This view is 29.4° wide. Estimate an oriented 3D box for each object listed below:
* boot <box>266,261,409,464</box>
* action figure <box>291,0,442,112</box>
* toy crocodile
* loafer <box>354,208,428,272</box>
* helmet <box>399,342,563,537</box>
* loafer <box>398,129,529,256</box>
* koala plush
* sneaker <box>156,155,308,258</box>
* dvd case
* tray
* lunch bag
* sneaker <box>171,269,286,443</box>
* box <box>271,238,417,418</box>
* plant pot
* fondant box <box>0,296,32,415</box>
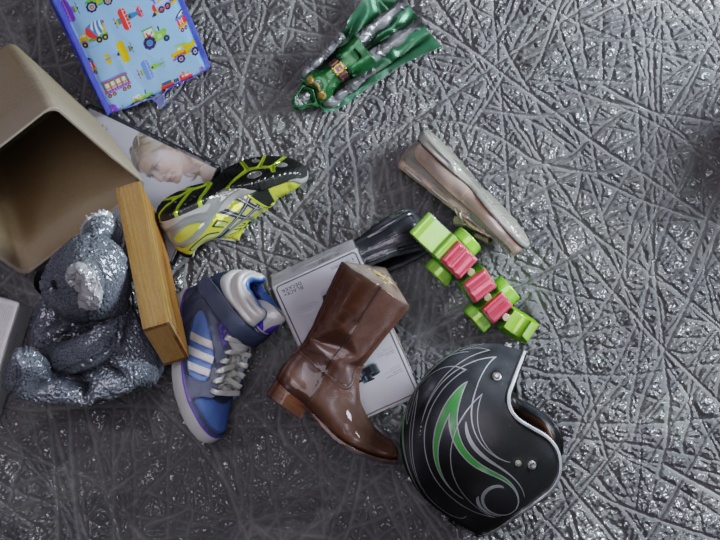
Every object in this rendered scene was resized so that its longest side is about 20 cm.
[{"bbox_3d":[0.013,0.106,1.612,0.186,0.064,0.201,31,93,-13],"label":"boot"},{"bbox_3d":[-0.008,-0.270,1.757,0.200,0.055,0.118,-40,83,2],"label":"action figure"},{"bbox_3d":[0.138,0.012,1.680,0.067,0.062,0.200,-41,99,-3],"label":"toy crocodile"},{"bbox_3d":[0.000,0.000,1.703,0.200,0.068,0.071,-33,71,-4],"label":"loafer"},{"bbox_3d":[0.141,0.189,1.604,0.200,0.200,0.191,-38,87,-2],"label":"helmet"},{"bbox_3d":[0.128,-0.086,1.714,0.063,0.072,0.200,-44,73,14],"label":"loafer"},{"bbox_3d":[-0.321,0.041,1.643,0.182,0.178,0.202,8,118,0],"label":"koala plush"},{"bbox_3d":[-0.157,-0.084,1.739,0.198,0.075,0.077,-22,119,-8],"label":"sneaker"},{"bbox_3d":[-0.297,-0.112,1.773,0.199,0.018,0.144,25,85,9],"label":"dvd case"},{"bbox_3d":[-0.251,0.002,1.660,0.037,0.099,0.201,-16,60,0],"label":"tray"},{"bbox_3d":[-0.288,-0.298,1.740,0.150,0.094,0.201,-27,115,-9],"label":"lunch bag"},{"bbox_3d":[-0.153,0.098,1.675,0.145,0.080,0.202,-17,73,28],"label":"sneaker"},{"bbox_3d":[-0.018,0.079,1.661,0.116,0.060,0.201,-25,103,1],"label":"box"},{"bbox_3d":[-0.421,-0.153,1.694,0.199,0.200,0.178,-35,55,7],"label":"plant pot"},{"bbox_3d":[-0.535,0.088,1.743,0.198,0.058,0.146,15,83,6],"label":"fondant box"}]
